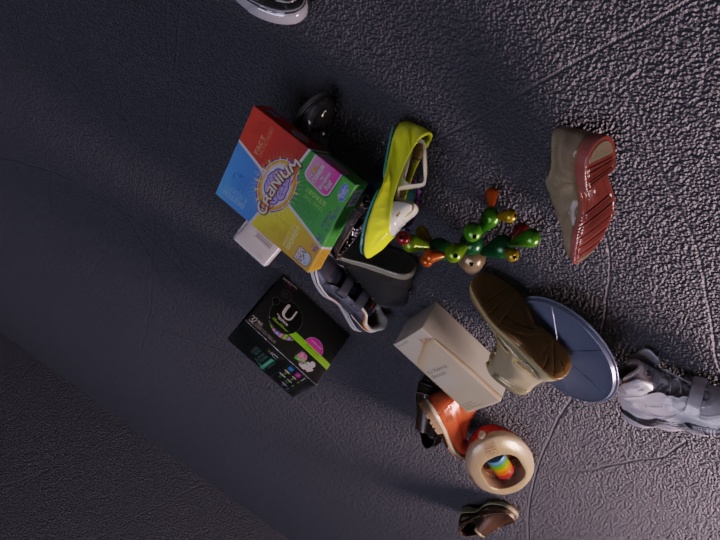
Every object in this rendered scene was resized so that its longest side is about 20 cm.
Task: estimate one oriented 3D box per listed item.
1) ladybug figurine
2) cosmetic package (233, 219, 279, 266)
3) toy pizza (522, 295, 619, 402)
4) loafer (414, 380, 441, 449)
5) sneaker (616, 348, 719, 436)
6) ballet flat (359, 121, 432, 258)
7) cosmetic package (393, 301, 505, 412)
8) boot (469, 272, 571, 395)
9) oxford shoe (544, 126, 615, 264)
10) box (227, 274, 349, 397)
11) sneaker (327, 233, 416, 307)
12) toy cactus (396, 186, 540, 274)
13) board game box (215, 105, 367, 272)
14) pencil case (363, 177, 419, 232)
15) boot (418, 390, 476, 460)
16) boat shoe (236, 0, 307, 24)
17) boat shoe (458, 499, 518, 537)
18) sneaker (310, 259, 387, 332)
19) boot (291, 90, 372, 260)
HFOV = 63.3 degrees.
[{"bbox_3d":[0.280,0.381,1.198,0.134,0.072,0.201,-23,124,9],"label":"ladybug figurine"},{"bbox_3d":[-0.158,-0.067,1.014,0.074,0.102,0.200,42,174,-7],"label":"cosmetic package"},{"bbox_3d":[0.322,0.120,0.923,0.200,0.032,0.202,44,155,26],"label":"toy pizza"},{"bbox_3d":[0.153,0.318,1.257,0.072,0.072,0.202,11,136,29],"label":"loafer"},{"bbox_3d":[0.464,0.178,0.860,0.198,0.075,0.115,-14,123,49],"label":"sneaker"},{"bbox_3d":[0.054,-0.111,0.812,0.066,0.203,0.067,13,172,19],"label":"ballet flat"},{"bbox_3d":[0.170,0.163,1.084,0.199,0.073,0.103,41,143,-6],"label":"cosmetic package"},{"bbox_3d":[0.234,0.109,0.957,0.200,0.073,0.156,47,158,11],"label":"boot"},{"bbox_3d":[0.278,-0.097,0.752,0.075,0.070,0.202,41,154,42],"label":"oxford shoe"},{"bbox_3d":[-0.155,0.144,1.260,0.200,0.149,0.124,42,141,-7],"label":"box"},{"bbox_3d":[0.000,0.000,1.047,0.197,0.075,0.107,24,138,16],"label":"sneaker"},{"bbox_3d":[0.159,-0.041,0.864,0.196,0.104,0.165,-12,160,8],"label":"toy cactus"},{"bbox_3d":[-0.106,-0.119,0.853,0.199,0.040,0.154,39,115,16],"label":"board game box"},{"bbox_3d":[0.000,-0.098,0.940,0.198,0.087,0.092,-3,157,41],"label":"pencil case"},{"bbox_3d":[0.202,0.310,1.194,0.201,0.106,0.075,60,175,-38],"label":"boot"},{"bbox_3d":[-0.148,-0.402,0.755,0.199,0.074,0.068,44,158,6],"label":"boat shoe"},{"bbox_3d":[0.312,0.625,1.442,0.074,0.075,0.202,38,142,-2],"label":"boat shoe"},{"bbox_3d":[-0.013,0.042,1.103,0.079,0.079,0.201,2,142,43],"label":"sneaker"},{"bbox_3d":[-0.038,-0.141,0.872,0.174,0.069,0.202,42,123,23],"label":"boot"}]
